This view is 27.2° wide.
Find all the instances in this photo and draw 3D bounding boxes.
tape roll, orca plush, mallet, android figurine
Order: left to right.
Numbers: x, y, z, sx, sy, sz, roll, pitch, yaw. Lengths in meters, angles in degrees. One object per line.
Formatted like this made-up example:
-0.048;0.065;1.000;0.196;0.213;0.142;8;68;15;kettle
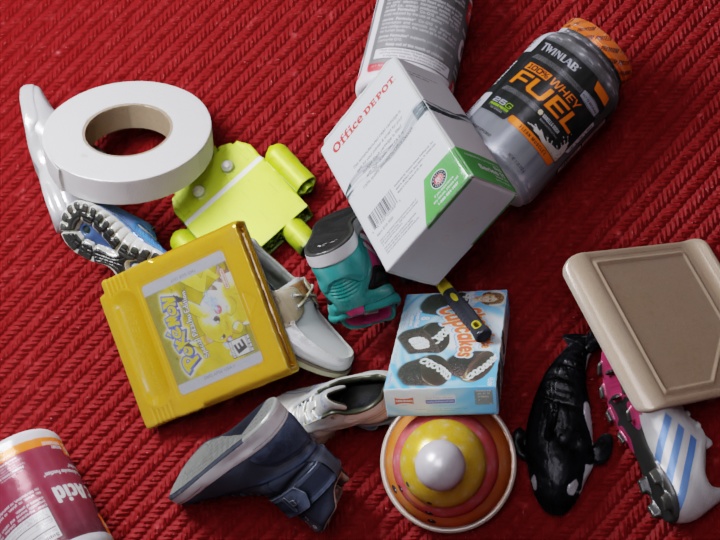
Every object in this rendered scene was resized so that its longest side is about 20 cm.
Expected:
-0.273;-0.152;1.745;0.201;0.037;0.204;-1;42;1;tape roll
-0.142;-0.072;1.746;0.182;0.041;0.200;-40;68;-5;android figurine
0.085;0.025;1.611;0.065;0.041;0.200;-25;34;1;mallet
0.220;0.151;1.561;0.105;0.071;0.201;21;74;19;orca plush

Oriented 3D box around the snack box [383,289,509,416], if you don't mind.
0.095;0.085;1.570;0.115;0.037;0.200;-3;27;10;snack box

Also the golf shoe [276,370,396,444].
-0.044;0.147;1.607;0.198;0.097;0.079;-19;68;6;golf shoe

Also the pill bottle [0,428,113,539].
-0.335;0.282;1.605;0.114;0.114;0.201;-33;66;-2;pill bottle

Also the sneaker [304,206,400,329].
0.000;0.000;1.648;0.083;0.200;0.122;-16;105;17;sneaker

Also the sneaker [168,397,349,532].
-0.104;0.234;1.595;0.202;0.146;0.077;-35;21;38;sneaker

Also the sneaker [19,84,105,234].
-0.357;-0.143;1.812;0.088;0.075;0.201;-18;71;-10;sneaker

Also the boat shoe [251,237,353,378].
-0.084;0.039;1.648;0.199;0.075;0.069;36;114;8;boat shoe

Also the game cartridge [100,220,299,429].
-0.183;0.062;1.642;0.199;0.032;0.178;-23;86;22;game cartridge

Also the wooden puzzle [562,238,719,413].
0.323;0.057;1.556;0.199;0.037;0.186;-9;61;-32;wooden puzzle

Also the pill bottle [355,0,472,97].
0.069;-0.283;1.744;0.113;0.114;0.202;8;71;15;pill bottle

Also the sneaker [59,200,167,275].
-0.249;-0.018;1.722;0.200;0.089;0.079;42;115;2;sneaker

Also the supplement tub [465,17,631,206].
0.205;-0.180;1.669;0.122;0.123;0.200;39;81;23;supplement tub

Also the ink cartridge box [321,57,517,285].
0.059;-0.109;1.604;0.147;0.083;0.201;-48;49;25;ink cartridge box

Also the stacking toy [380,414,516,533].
0.081;0.192;1.493;0.145;0.200;0.148;-1;82;8;stacking toy

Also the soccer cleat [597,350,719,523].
0.312;0.161;1.540;0.086;0.070;0.202;-14;75;-19;soccer cleat
